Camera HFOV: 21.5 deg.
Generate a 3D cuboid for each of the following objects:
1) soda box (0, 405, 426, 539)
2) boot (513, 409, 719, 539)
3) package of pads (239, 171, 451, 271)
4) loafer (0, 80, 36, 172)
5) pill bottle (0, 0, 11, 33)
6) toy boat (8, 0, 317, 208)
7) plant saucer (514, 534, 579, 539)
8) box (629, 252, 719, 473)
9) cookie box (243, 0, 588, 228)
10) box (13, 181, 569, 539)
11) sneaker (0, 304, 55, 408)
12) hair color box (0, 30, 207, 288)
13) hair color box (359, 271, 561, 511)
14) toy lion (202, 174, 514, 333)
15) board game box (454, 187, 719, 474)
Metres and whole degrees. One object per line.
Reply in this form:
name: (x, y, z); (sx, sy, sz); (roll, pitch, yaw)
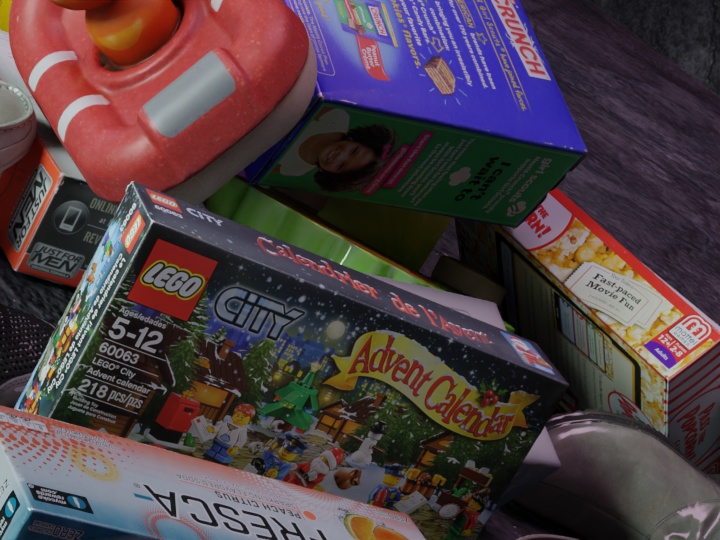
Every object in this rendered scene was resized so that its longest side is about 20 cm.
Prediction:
soda box: (-0.057, 0.113, 0.694); (0.199, 0.064, 0.068); (19, 19, -34)
boot: (0.175, 0.152, 1.012); (0.199, 0.068, 0.131); (22, 23, -25)
package of pads: (-0.019, -0.083, 1.194); (0.199, 0.155, 0.068); (20, 22, -33)
loafer: (-0.232, -0.077, 0.883); (0.070, 0.070, 0.199); (39, 30, 31)
pill bottle: (-0.223, -0.162, 1.162); (0.199, 0.105, 0.104); (21, 18, -32)
toy boat: (-0.117, -0.128, 0.933); (0.131, 0.130, 0.200); (53, -2, -40)
plant saucer: (0.143, 0.195, 0.872); (0.199, 0.032, 0.200); (28, 17, -9)
box: (0.198, 0.074, 1.188); (0.200, 0.036, 0.145); (45, -20, 39)
cookie box: (0.011, -0.122, 1.067); (0.199, 0.075, 0.172); (7, 50, -39)
box: (-0.032, 0.063, 0.756); (0.199, 0.137, 0.038); (21, 18, -29)
sneaker: (-0.195, 0.005, 0.748); (0.199, 0.078, 0.078); (21, 16, -34)
hair color box: (-0.164, -0.061, 1.037); (0.101, 0.062, 0.200); (18, 19, -36)
hair color box: (0.004, 0.059, 0.918); (0.199, 0.060, 0.100); (13, 48, -49)
toy lion: (0.000, 0.000, 1.066); (0.199, 0.069, 0.192); (29, 1, -10)
board game box: (0.135, 0.035, 1.151); (0.200, 0.046, 0.152); (46, -19, 33)
